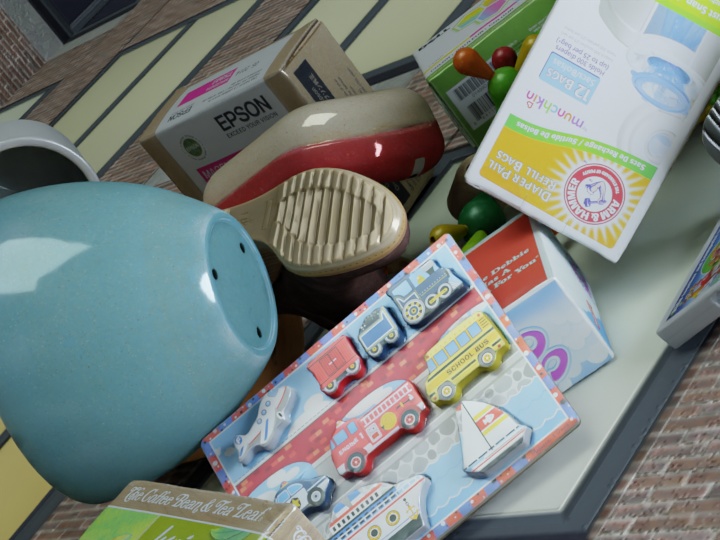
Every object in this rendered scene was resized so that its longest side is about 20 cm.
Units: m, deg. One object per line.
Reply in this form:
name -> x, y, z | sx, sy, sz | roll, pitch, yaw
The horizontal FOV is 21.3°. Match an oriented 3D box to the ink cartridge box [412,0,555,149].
ink cartridge box -> 0.120, -0.199, 1.624 | 0.147, 0.076, 0.200 | -37, 20, 7

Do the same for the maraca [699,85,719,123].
maraca -> 0.194, -0.154, 1.321 | 0.108, 0.136, 0.200 | -63, 5, 17

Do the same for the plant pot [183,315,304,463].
plant pot -> -0.134, 0.054, 1.381 | 0.139, 0.201, 0.201 | -2, 39, 37

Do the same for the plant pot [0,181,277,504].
plant pot -> -0.130, 0.028, 1.183 | 0.134, 0.201, 0.201 | -19, 25, 19

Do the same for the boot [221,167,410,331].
boot -> 0.000, 0.000, 1.267 | 0.199, 0.166, 0.073 | -4, 64, 47

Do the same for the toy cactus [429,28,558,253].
toy cactus -> 0.091, -0.074, 1.358 | 0.165, 0.101, 0.202 | 130, 150, -66

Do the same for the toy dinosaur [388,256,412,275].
toy dinosaur -> -0.011, -0.012, 1.497 | 0.199, 0.058, 0.102 | -7, 60, 41

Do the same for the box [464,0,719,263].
box -> 0.161, -0.123, 1.177 | 0.201, 0.112, 0.101 | -62, -5, 17

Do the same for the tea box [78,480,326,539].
tea box -> -0.100, 0.226, 0.983 | 0.197, 0.134, 0.199 | -48, 21, -24

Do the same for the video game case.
video game case -> 0.245, -0.049, 1.041 | 0.144, 0.018, 0.200 | -54, 5, -37

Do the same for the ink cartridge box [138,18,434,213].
ink cartridge box -> -0.064, -0.096, 1.600 | 0.199, 0.165, 0.075 | -20, 28, 46

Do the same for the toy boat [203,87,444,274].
toy boat -> -0.016, -0.046, 1.392 | 0.130, 0.132, 0.200 | -16, -12, -42

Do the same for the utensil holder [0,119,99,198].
utensil holder -> -0.376, -0.080, 2.151 | 0.170, 0.170, 0.200 | -40, 18, -1

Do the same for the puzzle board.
puzzle board -> 0.011, 0.093, 1.107 | 0.200, 0.017, 0.151 | -40, 55, 9

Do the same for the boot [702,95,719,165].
boot -> 0.277, -0.148, 1.146 | 0.182, 0.073, 0.200 | -46, -4, 30

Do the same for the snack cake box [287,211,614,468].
snack cake box -> 0.050, 0.060, 1.182 | 0.199, 0.067, 0.115 | -35, 18, 12
